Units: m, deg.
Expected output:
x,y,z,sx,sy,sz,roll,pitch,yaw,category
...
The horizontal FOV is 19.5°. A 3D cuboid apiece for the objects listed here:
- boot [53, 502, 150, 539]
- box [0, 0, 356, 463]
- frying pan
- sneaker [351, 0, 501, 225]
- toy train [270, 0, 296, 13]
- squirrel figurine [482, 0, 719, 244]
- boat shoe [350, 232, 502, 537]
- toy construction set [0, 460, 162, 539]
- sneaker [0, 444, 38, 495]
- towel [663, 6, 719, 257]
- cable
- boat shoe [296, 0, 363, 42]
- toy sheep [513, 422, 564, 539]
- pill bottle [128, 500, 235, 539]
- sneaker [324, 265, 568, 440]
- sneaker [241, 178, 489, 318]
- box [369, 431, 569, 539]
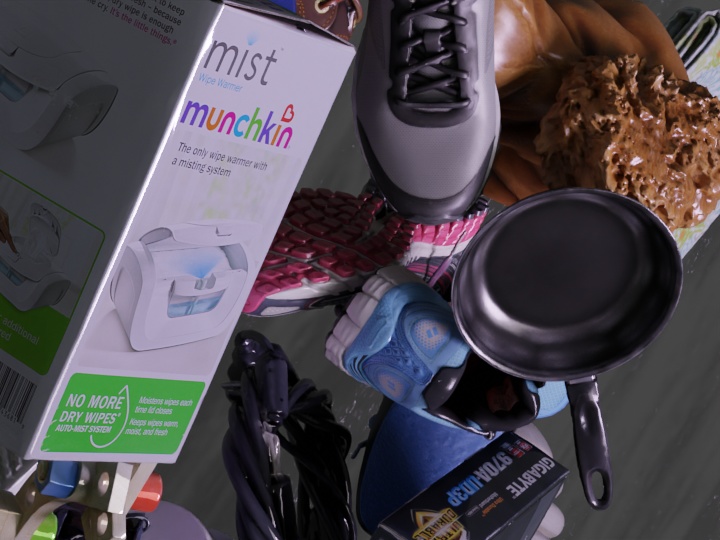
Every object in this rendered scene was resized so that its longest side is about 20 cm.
x,y,z,sx,sy,sz,roll,pitch,yaw,category
-0.139,0.141,0.976,0.200,0.074,0.097,127,-27,-69,boot
-0.132,-0.051,0.789,0.097,0.200,0.177,10,106,-58,box
0.120,0.030,1.049,0.115,0.031,0.190,-30,123,14,frying pan
0.031,-0.122,1.001,0.079,0.074,0.201,14,77,-85,sneaker
-0.084,-0.161,0.905,0.115,0.085,0.201,-7,99,-34,toy train
0.108,-0.098,1.105,0.142,0.200,0.187,-53,147,3,squirrel figurine
0.056,0.071,1.239,0.200,0.084,0.069,-60,-170,-13,boat shoe
-0.185,0.078,0.870,0.199,0.092,0.132,20,104,-15,toy construction set
-0.143,0.080,1.011,0.200,0.073,0.114,-44,150,-23,sneaker
0.189,-0.059,1.402,0.171,0.048,0.200,-43,145,-26,towel
-0.029,0.135,1.156,0.051,0.164,0.200,-14,144,6,cable
-0.032,-0.120,1.006,0.070,0.070,0.201,8,107,-53,boat shoe
0.069,0.152,1.323,0.200,0.138,0.138,-60,150,-10,toy sheep
-0.091,0.208,1.154,0.109,0.109,0.200,-50,147,-17,pill bottle
0.063,0.062,1.120,0.200,0.090,0.079,14,113,-56,sneaker
0.000,0.000,1.142,0.200,0.080,0.075,-14,128,-51,sneaker
0.023,0.194,1.127,0.159,0.046,0.200,-25,146,-59,box
